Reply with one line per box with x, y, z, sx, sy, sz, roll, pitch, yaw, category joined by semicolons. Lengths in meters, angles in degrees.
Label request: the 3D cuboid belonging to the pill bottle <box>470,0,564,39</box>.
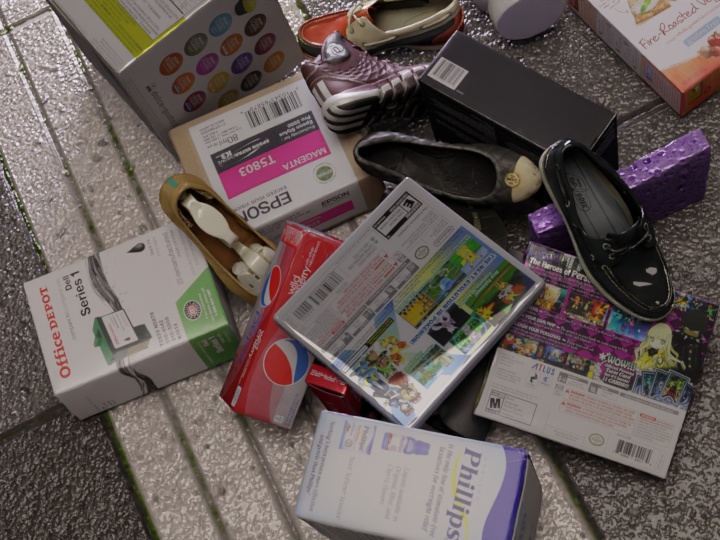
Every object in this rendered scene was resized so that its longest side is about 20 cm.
0.158;-0.366;1.657;0.111;0.111;0.200;-20;64;1;pill bottle

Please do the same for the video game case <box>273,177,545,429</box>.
0.047;0.031;1.414;0.182;0.022;0.200;39;77;21;video game case

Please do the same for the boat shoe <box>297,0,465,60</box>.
0.021;-0.284;1.675;0.200;0.063;0.071;-4;68;11;boat shoe

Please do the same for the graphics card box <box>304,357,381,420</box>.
0.017;0.055;1.488;0.051;0.125;0.200;18;72;23;graphics card box

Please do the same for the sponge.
0.266;-0.067;1.504;0.200;0.112;0.030;-26;65;-2;sponge

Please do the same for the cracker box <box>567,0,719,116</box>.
0.342;-0.285;1.617;0.134;0.058;0.200;-37;64;-7;cracker box

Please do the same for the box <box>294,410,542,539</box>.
0.061;0.217;1.371;0.200;0.184;0.105;11;74;14;box

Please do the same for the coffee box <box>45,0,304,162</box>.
-0.215;-0.289;1.644;0.198;0.200;0.200;-40;64;-6;coffee box

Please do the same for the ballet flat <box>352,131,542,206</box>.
0.088;-0.102;1.505;0.200;0.057;0.067;9;103;14;ballet flat

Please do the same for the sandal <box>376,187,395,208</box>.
0.000;0.000;1.551;0.045;0.075;0.200;9;61;20;sandal

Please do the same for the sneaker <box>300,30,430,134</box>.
0.020;-0.224;1.598;0.200;0.076;0.116;-16;61;-38;sneaker

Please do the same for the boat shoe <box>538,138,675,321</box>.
0.242;-0.042;1.395;0.074;0.066;0.199;-26;84;-9;boat shoe

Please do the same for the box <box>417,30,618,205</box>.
0.170;-0.150;1.543;0.200;0.141;0.079;32;74;22;box

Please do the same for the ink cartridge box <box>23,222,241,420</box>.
-0.244;0.052;1.563;0.200;0.084;0.146;-23;64;0;ink cartridge box

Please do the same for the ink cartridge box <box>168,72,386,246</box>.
-0.091;-0.115;1.614;0.200;0.075;0.165;-25;63;-2;ink cartridge box

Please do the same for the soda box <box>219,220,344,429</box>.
-0.072;0.055;1.491;0.070;0.063;0.200;20;94;-22;soda box

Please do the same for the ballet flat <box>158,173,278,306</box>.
-0.131;-0.021;1.515;0.200;0.063;0.069;42;84;-18;ballet flat

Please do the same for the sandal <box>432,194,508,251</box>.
0.111;-0.033;1.518;0.080;0.057;0.201;-1;28;2;sandal

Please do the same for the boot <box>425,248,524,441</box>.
0.157;0.090;1.479;0.165;0.066;0.200;23;70;27;boot

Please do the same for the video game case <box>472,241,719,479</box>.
0.231;0.088;1.431;0.200;0.036;0.181;18;86;1;video game case
